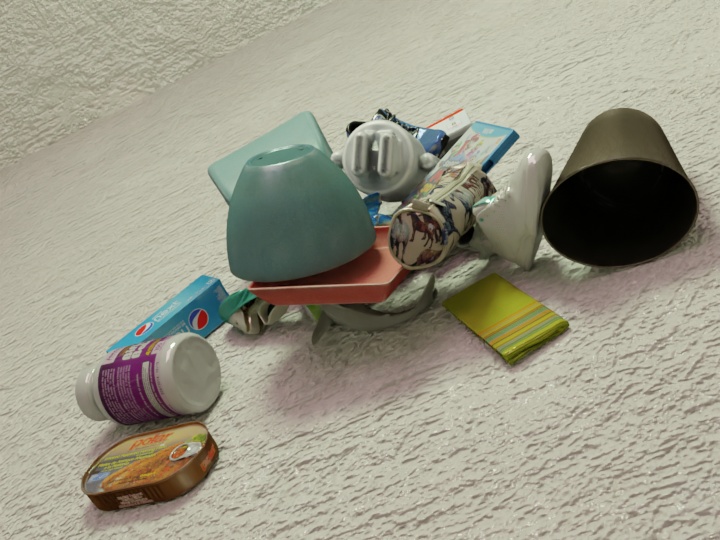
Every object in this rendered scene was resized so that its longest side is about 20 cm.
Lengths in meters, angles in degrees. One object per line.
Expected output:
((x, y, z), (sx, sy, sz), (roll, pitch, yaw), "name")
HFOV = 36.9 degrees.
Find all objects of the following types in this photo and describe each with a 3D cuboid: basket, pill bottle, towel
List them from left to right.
((-0.302, 0.156, 1.508), (0.199, 0.113, 0.112), (-14, 28, 31), "pill bottle")
((0.170, 0.054, 1.293), (0.086, 0.018, 0.200), (-28, 22, -8), "towel")
((0.318, -0.111, 1.311), (0.179, 0.137, 0.200), (-12, 25, 22), "basket")

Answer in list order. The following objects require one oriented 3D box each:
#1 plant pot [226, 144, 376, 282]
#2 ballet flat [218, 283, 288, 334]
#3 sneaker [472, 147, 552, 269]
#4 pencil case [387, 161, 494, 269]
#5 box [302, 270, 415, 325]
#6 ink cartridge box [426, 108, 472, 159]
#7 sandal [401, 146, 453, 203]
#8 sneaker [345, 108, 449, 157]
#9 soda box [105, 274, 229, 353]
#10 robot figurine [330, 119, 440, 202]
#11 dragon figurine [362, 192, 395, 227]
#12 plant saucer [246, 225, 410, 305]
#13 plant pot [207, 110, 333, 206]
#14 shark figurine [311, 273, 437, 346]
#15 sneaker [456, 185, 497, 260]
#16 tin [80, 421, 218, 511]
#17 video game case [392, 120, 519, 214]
((-0.089, -0.087, 1.406), (0.199, 0.136, 0.200), (-11, 20, 4), "plant pot")
((-0.151, 0.054, 1.583), (0.200, 0.067, 0.071), (-36, 49, 44), "ballet flat")
((0.179, -0.076, 1.304), (0.088, 0.201, 0.075), (19, 57, 14), "sneaker")
((0.105, -0.074, 1.351), (0.078, 0.090, 0.200), (29, 32, 12), "pencil case")
((0.000, 0.000, 1.568), (0.199, 0.036, 0.144), (-34, 23, -6), "box")
((0.116, -0.236, 1.891), (0.162, 0.057, 0.200), (-27, 28, 8), "ink cartridge box")
((0.146, -0.162, 1.711), (0.200, 0.043, 0.076), (-39, 25, -19), "sandal")
((0.054, -0.215, 1.766), (0.199, 0.089, 0.079), (4, 51, 37), "sneaker")
((-0.293, 0.093, 1.684), (0.200, 0.064, 0.068), (-40, 25, -22), "soda box")
((0.041, -0.164, 1.642), (0.168, 0.114, 0.200), (8, 0, 14), "robot figurine")
((0.022, -0.070, 1.533), (0.200, 0.059, 0.100), (-28, 30, 47), "dragon figurine")
((-0.015, -0.005, 1.389), (0.199, 0.037, 0.200), (-3, 22, 26), "plant saucer")
((-0.101, -0.098, 1.697), (0.196, 0.196, 0.200), (-30, 30, -1), "plant pot")
((-0.005, 0.040, 1.417), (0.214, 0.090, 0.129), (13, 65, 35), "shark figurine")
((0.159, -0.077, 1.496), (0.092, 0.076, 0.200), (-34, 22, 1), "sneaker")
((-0.269, 0.251, 1.378), (0.199, 0.042, 0.112), (-16, 31, 29), "tin")
((0.129, -0.129, 1.534), (0.200, 0.018, 0.143), (-48, 20, -2), "video game case")
